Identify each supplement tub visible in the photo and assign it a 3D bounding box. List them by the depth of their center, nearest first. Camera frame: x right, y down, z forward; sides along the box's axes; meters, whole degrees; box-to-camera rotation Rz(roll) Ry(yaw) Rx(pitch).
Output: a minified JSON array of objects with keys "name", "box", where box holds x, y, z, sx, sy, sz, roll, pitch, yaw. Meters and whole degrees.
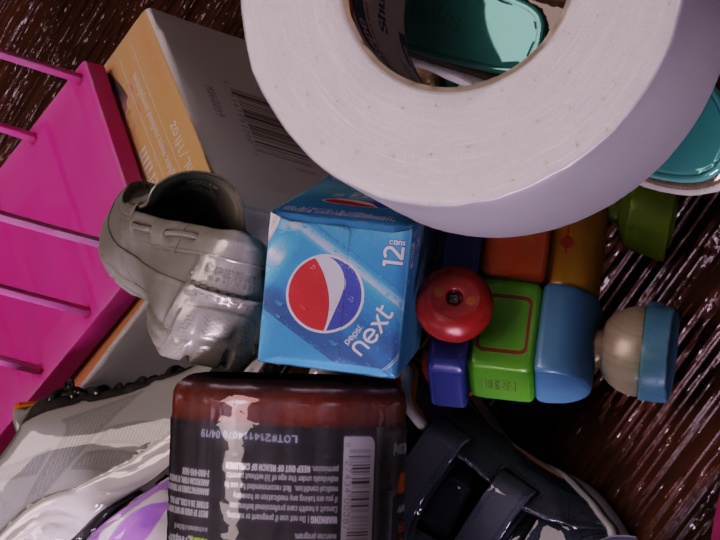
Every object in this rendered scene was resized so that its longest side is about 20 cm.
[{"name":"supplement tub","box":[-0.034,0.146,1.305,0.107,0.106,0.201,3,92,52]}]

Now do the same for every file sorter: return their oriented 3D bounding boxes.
[{"name":"file sorter","box":[-0.218,-0.005,1.524,0.200,0.125,0.139,-48,44,30]}]

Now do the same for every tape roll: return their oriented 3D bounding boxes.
[{"name":"tape roll","box":[0.052,-0.118,1.235,0.199,0.066,0.202,-5,78,22]}]

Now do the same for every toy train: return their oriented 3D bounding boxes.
[{"name":"toy train","box":[0.092,-0.035,1.339,0.085,0.115,0.201,83,-165,-67]}]

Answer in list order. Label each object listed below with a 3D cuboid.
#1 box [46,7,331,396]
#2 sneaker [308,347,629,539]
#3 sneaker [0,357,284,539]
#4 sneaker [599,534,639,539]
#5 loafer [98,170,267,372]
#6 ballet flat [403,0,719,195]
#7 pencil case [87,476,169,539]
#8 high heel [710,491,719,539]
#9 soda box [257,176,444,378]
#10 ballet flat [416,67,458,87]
[{"name":"box","box":[-0.104,-0.007,1.572,0.200,0.106,0.153,-51,43,27]},{"name":"sneaker","box":[0.044,0.103,1.355,0.200,0.079,0.079,43,111,41]},{"name":"sneaker","box":[-0.124,0.080,1.484,0.200,0.074,0.080,-34,83,4]},{"name":"sneaker","box":[0.133,0.182,1.154,0.199,0.115,0.081,23,121,32]},{"name":"loafer","box":[-0.076,-0.013,1.371,0.200,0.070,0.070,-134,58,-67]},{"name":"ballet flat","box":[0.095,-0.088,1.289,0.199,0.069,0.070,26,99,30]},{"name":"pencil case","box":[-0.052,0.188,1.402,0.201,0.084,0.086,56,161,9]},{"name":"high heel","box":[0.179,0.048,1.237,0.201,0.067,0.096,-65,28,4]},{"name":"soda box","box":[0.000,0.000,1.353,0.200,0.064,0.068,-39,-45,-81]},{"name":"ballet flat","box":[0.007,-0.128,1.400,0.065,0.200,0.071,-14,51,2]}]
